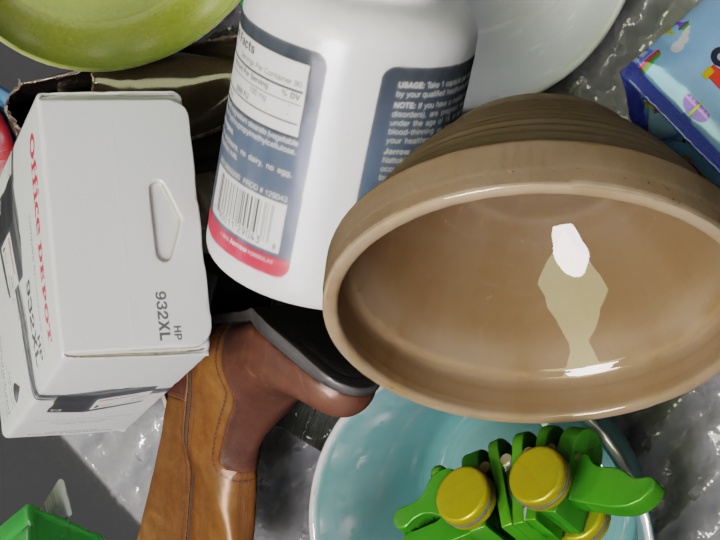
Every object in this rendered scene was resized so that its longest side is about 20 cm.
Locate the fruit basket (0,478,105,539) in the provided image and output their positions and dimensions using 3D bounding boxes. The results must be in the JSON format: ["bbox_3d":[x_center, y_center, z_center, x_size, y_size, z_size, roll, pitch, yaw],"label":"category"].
[{"bbox_3d":[-0.230,0.264,1.065,0.093,0.186,0.201,21,112,-21],"label":"fruit basket"}]

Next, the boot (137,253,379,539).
[{"bbox_3d":[-0.066,0.111,0.907,0.187,0.068,0.203,23,107,45],"label":"boot"}]

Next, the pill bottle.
[{"bbox_3d":[-0.005,-0.093,0.819,0.119,0.119,0.202,22,115,21],"label":"pill bottle"}]

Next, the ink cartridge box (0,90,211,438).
[{"bbox_3d":[-0.155,0.003,0.932,0.200,0.083,0.147,140,124,-63],"label":"ink cartridge box"}]

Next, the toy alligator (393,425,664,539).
[{"bbox_3d":[0.059,0.115,0.833,0.198,0.059,0.055,-19,50,28],"label":"toy alligator"}]

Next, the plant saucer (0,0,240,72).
[{"bbox_3d":[-0.136,-0.206,0.893,0.031,0.198,0.202,49,121,48],"label":"plant saucer"}]

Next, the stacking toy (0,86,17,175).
[{"bbox_3d":[-0.296,-0.058,1.006,0.109,0.200,0.117,24,108,20],"label":"stacking toy"}]

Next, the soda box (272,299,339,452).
[{"bbox_3d":[0.000,0.000,0.948,0.070,0.063,0.202,27,111,19],"label":"soda box"}]

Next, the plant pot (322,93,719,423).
[{"bbox_3d":[0.083,-0.016,0.762,0.199,0.201,0.094,-17,52,27],"label":"plant pot"}]

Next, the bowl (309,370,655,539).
[{"bbox_3d":[0.081,0.138,0.911,0.199,0.105,0.204,5,101,25],"label":"bowl"}]

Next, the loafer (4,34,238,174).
[{"bbox_3d":[-0.133,-0.097,0.978,0.198,0.071,0.074,-13,63,28],"label":"loafer"}]

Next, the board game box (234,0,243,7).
[{"bbox_3d":[-0.025,-0.242,0.935,0.134,0.029,0.201,41,114,14],"label":"board game box"}]

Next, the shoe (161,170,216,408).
[{"bbox_3d":[-0.099,0.028,1.007,0.069,0.053,0.203,-4,96,26],"label":"shoe"}]

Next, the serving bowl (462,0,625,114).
[{"bbox_3d":[0.048,-0.188,0.872,0.197,0.066,0.202,2,115,5],"label":"serving bowl"}]

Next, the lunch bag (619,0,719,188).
[{"bbox_3d":[0.240,-0.055,0.751,0.150,0.094,0.200,-41,67,-8],"label":"lunch bag"}]
